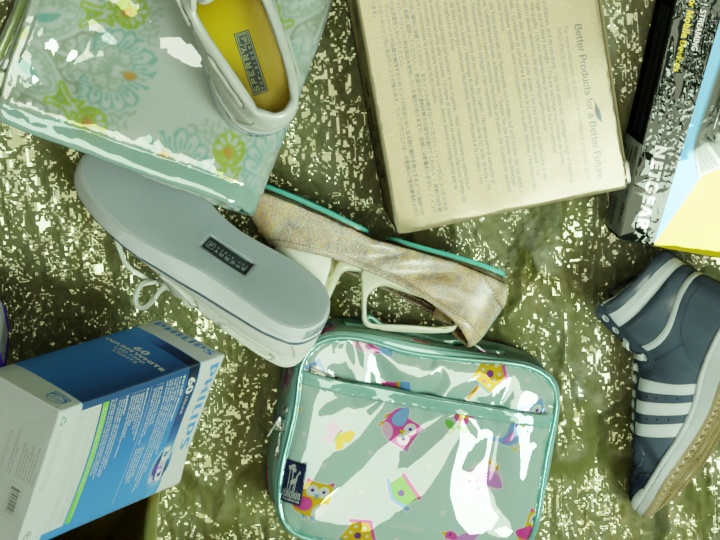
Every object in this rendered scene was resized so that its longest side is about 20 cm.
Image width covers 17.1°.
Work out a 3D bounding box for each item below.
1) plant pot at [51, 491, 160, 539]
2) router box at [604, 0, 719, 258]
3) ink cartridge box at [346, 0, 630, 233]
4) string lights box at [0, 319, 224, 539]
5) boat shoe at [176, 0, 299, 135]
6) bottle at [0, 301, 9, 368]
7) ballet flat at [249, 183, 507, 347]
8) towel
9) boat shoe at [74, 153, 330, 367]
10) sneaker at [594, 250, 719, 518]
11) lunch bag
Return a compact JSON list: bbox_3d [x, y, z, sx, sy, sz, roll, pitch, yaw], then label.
[{"bbox_3d":[-0.262,0.209,1.601,0.194,0.196,0.200,22,110,-11],"label":"plant pot"},{"bbox_3d":[0.263,-0.109,1.643,0.149,0.051,0.200,9,103,-10],"label":"router box"},{"bbox_3d":[0.081,-0.141,1.604,0.164,0.075,0.200,-11,105,-5],"label":"ink cartridge box"},{"bbox_3d":[-0.172,0.103,1.529,0.059,0.200,0.103,27,109,20],"label":"string lights box"},{"bbox_3d":[-0.089,-0.183,1.509,0.074,0.086,0.202,-20,93,-13],"label":"boat shoe"},{"bbox_3d":[-0.268,0.042,1.546,0.083,0.200,0.065,-11,105,-3],"label":"bottle"},{"bbox_3d":[0.000,0.000,1.618,0.200,0.068,0.067,20,85,2],"label":"ballet flat"},{"bbox_3d":[-0.133,-0.148,1.572,0.200,0.048,0.172,21,87,-11],"label":"towel"},{"bbox_3d":[-0.113,-0.002,1.618,0.202,0.075,0.086,33,140,8],"label":"boat shoe"},{"bbox_3d":[0.207,0.075,1.678,0.108,0.070,0.200,36,130,20],"label":"sneaker"},{"bbox_3d":[0.033,0.115,1.662,0.199,0.077,0.161,9,103,-9],"label":"lunch bag"}]
